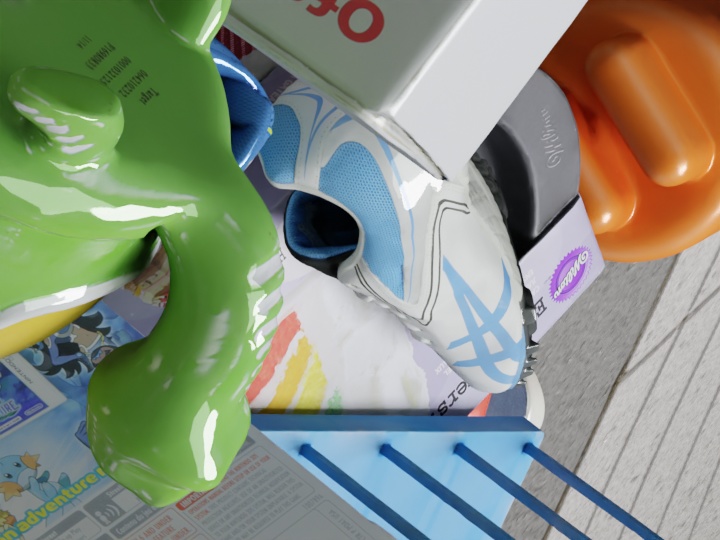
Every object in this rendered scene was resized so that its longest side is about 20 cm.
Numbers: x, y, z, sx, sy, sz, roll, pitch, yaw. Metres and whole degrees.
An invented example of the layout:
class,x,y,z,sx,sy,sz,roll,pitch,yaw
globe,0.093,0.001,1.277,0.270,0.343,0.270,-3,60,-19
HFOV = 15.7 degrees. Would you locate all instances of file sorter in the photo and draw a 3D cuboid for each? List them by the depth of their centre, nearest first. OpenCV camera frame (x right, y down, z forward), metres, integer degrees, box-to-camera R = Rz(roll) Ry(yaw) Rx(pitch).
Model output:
class,x,y,z,sx,sy,sz,roll,pitch,yaw
file sorter,0.015,0.143,0.965,0.200,0.123,0.139,4,116,-51

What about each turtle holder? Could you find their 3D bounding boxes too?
class,x,y,z,sx,sy,sz,roll,pitch,yaw
turtle holder,-0.102,-0.035,0.668,0.185,0.141,0.132,27,122,-26

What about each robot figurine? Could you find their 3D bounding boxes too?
class,x,y,z,sx,sy,sz,roll,pitch,yaw
robot figurine,0.128,-0.067,1.142,0.200,0.117,0.144,-23,132,-66

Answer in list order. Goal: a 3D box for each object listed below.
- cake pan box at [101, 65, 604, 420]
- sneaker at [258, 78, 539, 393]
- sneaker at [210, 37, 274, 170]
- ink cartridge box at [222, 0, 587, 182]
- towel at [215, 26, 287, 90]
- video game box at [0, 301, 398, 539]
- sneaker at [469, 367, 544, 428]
class,x,y,z,sx,sy,sz,roll,pitch,yaw
cake pan box,0.000,0.000,0.983,0.200,0.052,0.184,-45,145,-16
sneaker,0.015,-0.013,0.905,0.072,0.072,0.200,-20,148,7
sneaker,-0.072,-0.040,0.804,0.076,0.105,0.200,-51,158,-5
ink cartridge box,0.020,-0.149,0.769,0.200,0.145,0.083,-53,161,-1
towel,-0.022,-0.081,0.959,0.144,0.023,0.200,-36,151,-31
video game box,-0.119,0.092,0.808,0.200,0.182,0.047,-34,155,-38
sneaker,-0.015,0.095,1.143,0.200,0.075,0.084,-44,155,22
